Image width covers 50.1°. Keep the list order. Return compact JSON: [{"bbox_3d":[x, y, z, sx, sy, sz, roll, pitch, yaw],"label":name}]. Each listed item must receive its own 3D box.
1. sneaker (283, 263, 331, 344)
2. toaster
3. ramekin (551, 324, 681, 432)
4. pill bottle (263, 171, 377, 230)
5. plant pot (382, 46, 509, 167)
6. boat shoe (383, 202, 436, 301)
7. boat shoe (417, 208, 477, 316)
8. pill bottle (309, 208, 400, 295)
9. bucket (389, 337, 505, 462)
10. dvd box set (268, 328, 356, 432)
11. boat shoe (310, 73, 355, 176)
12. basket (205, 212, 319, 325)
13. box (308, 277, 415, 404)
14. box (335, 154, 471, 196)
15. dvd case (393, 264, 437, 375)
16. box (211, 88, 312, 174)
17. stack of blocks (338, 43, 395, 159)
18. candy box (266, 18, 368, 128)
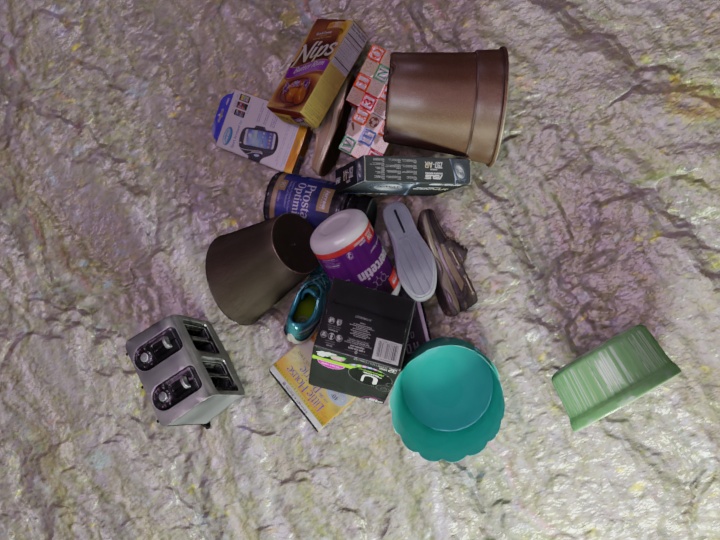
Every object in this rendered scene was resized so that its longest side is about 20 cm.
[{"bbox_3d":[-0.075,0.040,1.392,0.076,0.080,0.202,24,66,8],"label":"sneaker"},{"bbox_3d":[-0.327,0.196,1.468,0.118,0.200,0.183,-32,73,9],"label":"toaster"},{"bbox_3d":[0.412,0.174,1.265,0.198,0.200,0.099,-32,73,11],"label":"ramekin"},{"bbox_3d":[-0.073,-0.113,1.441,0.196,0.112,0.114,12,91,15],"label":"pill bottle"},{"bbox_3d":[0.140,-0.289,1.323,0.194,0.200,0.205,6,90,1],"label":"plant pot"},{"bbox_3d":[0.093,-0.031,1.390,0.071,0.062,0.203,-19,61,5],"label":"boat shoe"},{"bbox_3d":[0.158,-0.018,1.407,0.072,0.075,0.204,-15,79,-12],"label":"boat shoe"},{"bbox_3d":[0.000,0.000,1.360,0.111,0.113,0.202,-24,117,12],"label":"pill bottle"},{"bbox_3d":[0.152,0.218,1.344,0.202,0.135,0.212,1,97,8],"label":"bucket"},{"bbox_3d":[-0.048,0.171,1.399,0.199,0.029,0.147,-38,78,-17],"label":"dvd box set"},{"bbox_3d":[-0.064,-0.280,1.466,0.064,0.072,0.204,14,86,14],"label":"boat shoe"},{"bbox_3d":[-0.174,-0.016,1.410,0.199,0.134,0.184,-27,75,43],"label":"basket"},{"bbox_3d":[-0.002,0.124,1.295,0.146,0.201,0.126,16,65,0],"label":"box"},{"bbox_3d":[0.071,-0.163,1.339,0.196,0.160,0.045,-1,88,-20],"label":"box"},{"bbox_3d":[0.051,0.099,1.447,0.147,0.025,0.204,-15,84,14],"label":"dvd case"},{"bbox_3d":[-0.195,-0.274,1.517,0.197,0.041,0.121,23,94,17],"label":"box"},{"bbox_3d":[0.033,-0.302,1.446,0.114,0.058,0.203,28,95,14],"label":"stack of blocks"},{"bbox_3d":[-0.081,-0.369,1.434,0.116,0.056,0.202,20,77,47],"label":"candy box"}]
